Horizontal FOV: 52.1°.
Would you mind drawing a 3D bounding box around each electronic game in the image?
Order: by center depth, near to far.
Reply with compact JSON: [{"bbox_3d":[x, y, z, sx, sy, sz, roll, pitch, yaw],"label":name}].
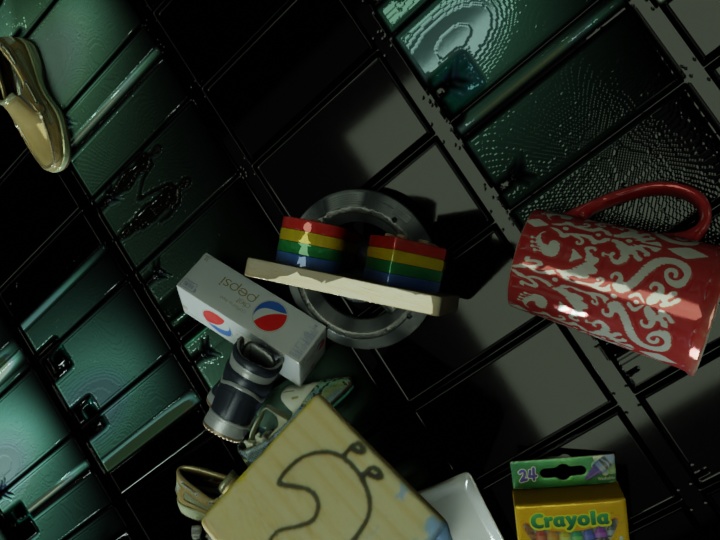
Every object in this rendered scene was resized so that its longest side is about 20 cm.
[{"bbox_3d":[0.000,0.000,0.914,0.196,0.042,0.204,4,106,15],"label":"electronic game"}]

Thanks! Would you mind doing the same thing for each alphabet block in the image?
[{"bbox_3d":[-0.029,0.299,0.840,0.199,0.197,0.195,39,74,23],"label":"alphabet block"}]

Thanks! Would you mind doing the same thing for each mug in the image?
[{"bbox_3d":[0.273,-0.001,0.781,0.197,0.179,0.135,16,140,23],"label":"mug"}]

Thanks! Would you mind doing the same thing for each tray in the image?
[{"bbox_3d":[0.139,0.358,0.923,0.106,0.022,0.203,-28,87,24],"label":"tray"}]

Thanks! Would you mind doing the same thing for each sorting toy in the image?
[{"bbox_3d":[0.006,-0.008,0.790,0.196,0.199,0.071,12,91,13],"label":"sorting toy"}]

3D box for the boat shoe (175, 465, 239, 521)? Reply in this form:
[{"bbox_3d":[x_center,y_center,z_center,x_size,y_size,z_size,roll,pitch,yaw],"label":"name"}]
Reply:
[{"bbox_3d":[-0.171,0.310,0.997,0.196,0.072,0.078,5,119,21],"label":"boat shoe"}]

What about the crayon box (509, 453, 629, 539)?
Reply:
[{"bbox_3d":[0.244,0.322,0.848,0.123,0.052,0.205,-7,95,11],"label":"crayon box"}]

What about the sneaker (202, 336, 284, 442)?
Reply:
[{"bbox_3d":[-0.146,0.139,0.933,0.069,0.200,0.110,25,89,-8],"label":"sneaker"}]

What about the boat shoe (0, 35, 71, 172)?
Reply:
[{"bbox_3d":[-0.483,-0.236,1.055,0.071,0.076,0.203,-23,89,23],"label":"boat shoe"}]

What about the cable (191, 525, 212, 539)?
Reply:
[{"bbox_3d":[-0.188,0.464,1.009,0.199,0.069,0.201,37,135,9],"label":"cable"}]

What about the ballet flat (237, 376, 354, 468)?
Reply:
[{"bbox_3d":[-0.093,0.192,0.962,0.074,0.074,0.200,46,107,9],"label":"ballet flat"}]

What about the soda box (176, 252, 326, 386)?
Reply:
[{"bbox_3d":[-0.141,0.063,0.956,0.198,0.064,0.069,31,149,15],"label":"soda box"}]
